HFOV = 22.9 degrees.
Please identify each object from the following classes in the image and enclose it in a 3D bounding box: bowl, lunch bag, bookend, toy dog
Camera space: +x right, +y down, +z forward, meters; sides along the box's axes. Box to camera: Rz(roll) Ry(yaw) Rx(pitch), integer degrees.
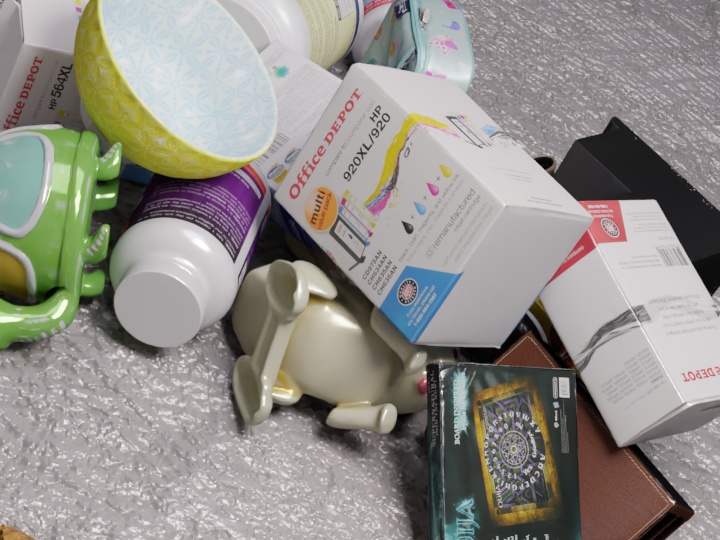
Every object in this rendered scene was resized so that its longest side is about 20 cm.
[{"bbox_3d":[-0.178,-0.153,1.531,0.200,0.108,0.201,32,39,-31],"label":"bowl"},{"bbox_3d":[0.043,-0.178,1.817,0.077,0.200,0.161,17,38,-16],"label":"lunch bag"},{"bbox_3d":[0.247,-0.043,1.761,0.200,0.092,0.199,-17,55,-47],"label":"bookend"},{"bbox_3d":[-0.007,0.071,1.550,0.199,0.140,0.194,14,7,-23],"label":"toy dog"}]

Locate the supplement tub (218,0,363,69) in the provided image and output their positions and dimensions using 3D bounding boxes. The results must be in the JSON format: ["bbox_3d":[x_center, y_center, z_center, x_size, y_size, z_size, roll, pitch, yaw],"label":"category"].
[{"bbox_3d":[-0.097,-0.253,1.854,0.145,0.145,0.200,36,34,7],"label":"supplement tub"}]

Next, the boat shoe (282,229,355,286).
[{"bbox_3d":[0.000,0.000,1.679,0.072,0.065,0.200,-7,49,-43],"label":"boat shoe"}]

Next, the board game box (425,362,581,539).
[{"bbox_3d":[0.119,0.179,1.475,0.135,0.028,0.201,5,77,-25],"label":"board game box"}]

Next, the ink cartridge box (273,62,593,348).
[{"bbox_3d":[0.059,-0.055,1.505,0.144,0.148,0.200,4,35,-52],"label":"ink cartridge box"}]

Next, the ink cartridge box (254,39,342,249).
[{"bbox_3d":[-0.053,-0.114,1.680,0.136,0.076,0.200,-44,53,-17],"label":"ink cartridge box"}]

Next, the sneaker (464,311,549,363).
[{"bbox_3d":[0.092,0.032,1.688,0.200,0.070,0.090,49,23,27],"label":"sneaker"}]

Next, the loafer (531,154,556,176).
[{"bbox_3d":[0.133,-0.092,1.898,0.199,0.063,0.072,-12,53,-45],"label":"loafer"}]

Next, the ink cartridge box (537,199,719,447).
[{"bbox_3d":[0.242,0.043,1.550,0.146,0.083,0.201,-3,60,-51],"label":"ink cartridge box"}]

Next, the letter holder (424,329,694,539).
[{"bbox_3d":[0.170,0.180,1.570,0.200,0.142,0.101,50,7,22],"label":"letter holder"}]

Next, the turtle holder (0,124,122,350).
[{"bbox_3d":[-0.273,-0.030,1.472,0.131,0.187,0.141,9,4,-8],"label":"turtle holder"}]

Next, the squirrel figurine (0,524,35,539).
[{"bbox_3d":[-0.245,0.259,1.059,0.141,0.200,0.187,35,46,-11],"label":"squirrel figurine"}]

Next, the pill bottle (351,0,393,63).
[{"bbox_3d":[0.045,-0.303,2.059,0.108,0.109,0.200,21,35,-14],"label":"pill bottle"}]

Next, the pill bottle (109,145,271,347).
[{"bbox_3d":[-0.151,-0.022,1.551,0.112,0.113,0.200,27,34,-6],"label":"pill bottle"}]

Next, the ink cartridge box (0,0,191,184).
[{"bbox_3d":[-0.266,-0.182,1.652,0.199,0.129,0.126,11,39,-25],"label":"ink cartridge box"}]

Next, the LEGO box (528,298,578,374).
[{"bbox_3d":[0.171,0.009,1.787,0.149,0.077,0.200,-13,54,-47],"label":"LEGO box"}]
